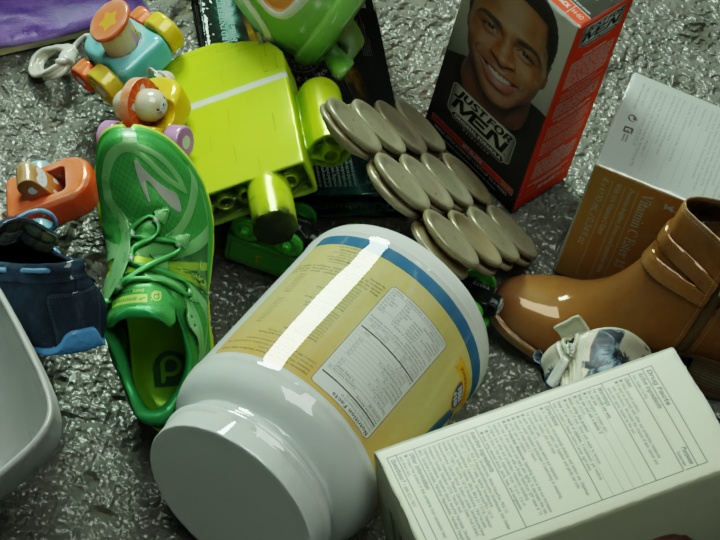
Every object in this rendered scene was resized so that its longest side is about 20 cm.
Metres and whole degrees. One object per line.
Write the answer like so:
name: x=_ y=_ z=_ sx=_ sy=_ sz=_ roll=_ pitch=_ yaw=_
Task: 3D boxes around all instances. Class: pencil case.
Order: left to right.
pencil case: x=0.152 y=0.131 z=1.670 sx=0.089 sy=0.078 sz=0.201 roll=34 pitch=42 yaw=-34

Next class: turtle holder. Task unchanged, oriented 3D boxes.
turtle holder: x=-0.026 y=-0.230 z=1.821 sx=0.132 sy=0.141 sz=0.186 roll=34 pitch=40 yaw=-4

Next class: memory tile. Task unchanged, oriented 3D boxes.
memory tile: x=0.048 y=-0.056 z=1.746 sx=0.153 sy=0.017 sz=0.200 roll=49 pitch=15 yaw=11

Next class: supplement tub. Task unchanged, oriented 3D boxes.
supplement tub: x=-0.025 y=0.082 z=1.629 sx=0.144 sy=0.145 sz=0.200 roll=33 pitch=54 yaw=13

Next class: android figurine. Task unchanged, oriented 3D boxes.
android figurine: x=-0.097 y=-0.085 z=1.761 sx=0.181 sy=0.041 sz=0.200 roll=-20 pitch=43 yaw=5

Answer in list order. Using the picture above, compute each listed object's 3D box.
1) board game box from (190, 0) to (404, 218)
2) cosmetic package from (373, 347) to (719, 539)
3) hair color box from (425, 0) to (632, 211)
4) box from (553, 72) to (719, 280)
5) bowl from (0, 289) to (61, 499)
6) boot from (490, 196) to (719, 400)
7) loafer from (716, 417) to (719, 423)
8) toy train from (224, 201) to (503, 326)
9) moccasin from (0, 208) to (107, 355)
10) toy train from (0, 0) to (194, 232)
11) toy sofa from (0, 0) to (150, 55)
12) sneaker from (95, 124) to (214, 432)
board game box: x=-0.043 y=-0.124 z=1.857 sx=0.135 sy=0.028 sz=0.201 roll=-1 pitch=54 yaw=-13
cosmetic package: x=0.119 y=0.137 z=1.559 sx=0.199 sy=0.087 sz=0.104 roll=-18 pitch=49 yaw=-9
hair color box: x=0.114 y=-0.145 z=1.799 sx=0.061 sy=0.200 sz=0.102 roll=-32 pitch=65 yaw=-31
box: x=0.252 y=-0.030 z=1.791 sx=0.199 sy=0.125 sz=0.098 roll=23 pitch=52 yaw=6
bowl: x=-0.286 y=0.084 z=1.579 sx=0.199 sy=0.075 sz=0.200 roll=-35 pitch=64 yaw=1
boot: x=0.193 y=0.006 z=1.730 sx=0.199 sy=0.155 sz=0.074 roll=12 pitch=52 yaw=-3
loafer: x=0.233 y=0.174 z=1.636 sx=0.073 sy=0.072 sz=0.200 roll=-13 pitch=31 yaw=17
toy train: x=0.000 y=0.000 z=1.753 sx=0.199 sy=0.057 sz=0.042 roll=20 pitch=50 yaw=6
moccasin: x=-0.211 y=-0.004 z=1.646 sx=0.080 sy=0.068 sz=0.200 roll=-15 pitch=22 yaw=-33
toy train: x=-0.190 y=-0.112 z=1.761 sx=0.150 sy=0.056 sz=0.201 roll=-16 pitch=46 yaw=14
toy sofa: x=-0.247 y=-0.215 z=1.847 sx=0.199 sy=0.083 sz=0.098 roll=-14 pitch=56 yaw=-22
sneaker: x=-0.129 y=0.005 z=1.644 sx=0.074 sy=0.084 sz=0.201 roll=-9 pitch=95 yaw=7
